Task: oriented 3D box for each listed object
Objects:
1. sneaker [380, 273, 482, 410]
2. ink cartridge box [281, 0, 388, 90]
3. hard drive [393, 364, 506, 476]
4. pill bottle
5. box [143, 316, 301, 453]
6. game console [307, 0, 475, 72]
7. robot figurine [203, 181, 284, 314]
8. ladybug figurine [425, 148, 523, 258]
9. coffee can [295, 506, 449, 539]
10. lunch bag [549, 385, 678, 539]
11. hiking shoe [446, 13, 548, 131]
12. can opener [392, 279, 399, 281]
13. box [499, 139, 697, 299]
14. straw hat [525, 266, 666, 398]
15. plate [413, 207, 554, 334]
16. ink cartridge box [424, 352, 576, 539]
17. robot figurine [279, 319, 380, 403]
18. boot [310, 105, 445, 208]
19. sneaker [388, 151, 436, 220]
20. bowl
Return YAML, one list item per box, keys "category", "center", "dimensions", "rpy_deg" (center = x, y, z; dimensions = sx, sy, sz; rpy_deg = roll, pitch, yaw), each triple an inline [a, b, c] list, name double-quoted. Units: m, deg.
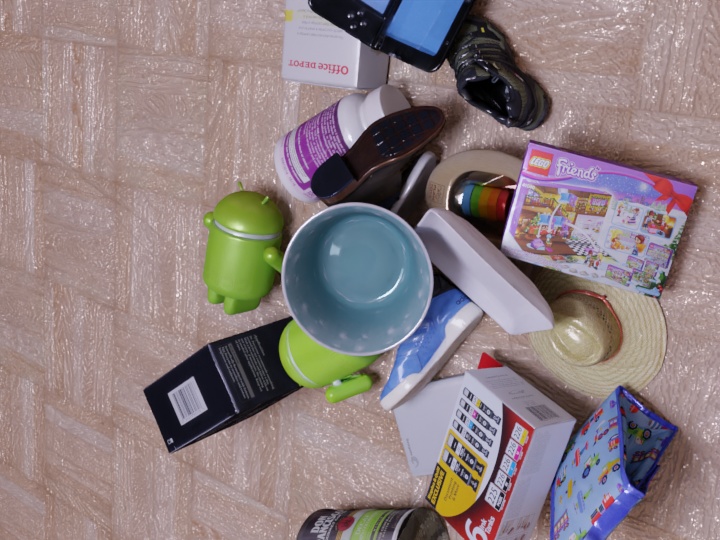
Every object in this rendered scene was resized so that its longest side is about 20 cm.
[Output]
- category: "sneaker"
  center: [0.072, 0.095, 1.213]
  dimensions: [0.111, 0.076, 0.201]
  rpy_deg: [44, 108, 19]
- category: "ink cartridge box"
  center: [-0.031, -0.366, 1.217]
  dimensions: [0.143, 0.083, 0.204]
  rpy_deg: [16, 107, 34]
- category: "hard drive"
  center: [0.139, 0.219, 1.231]
  dimensions: [0.198, 0.026, 0.134]
  rpy_deg: [-18, 87, 39]
- category: "pill bottle"
  center: [-0.021, -0.182, 1.224]
  dimensions: [0.198, 0.112, 0.114]
  rpy_deg: [-24, 84, 36]
- category: "box"
  center: [-0.208, 0.183, 1.386]
  dimensions: [0.196, 0.199, 0.119]
  rpy_deg: [-33, 79, 37]
- category: "game console"
  center: [0.056, -0.384, 1.089]
  dimensions: [0.202, 0.174, 0.116]
  rpy_deg: [-62, 21, 6]
- category: "robot figurine"
  center: [-0.188, -0.035, 1.373]
  dimensions: [0.174, 0.115, 0.203]
  rpy_deg: [27, 114, 36]
- category: "ladybug figurine"
  center: [0.174, -0.089, 1.116]
  dimensions: [0.198, 0.071, 0.138]
  rpy_deg: [20, 111, 33]
- category: "coffee can"
  center: [0.018, 0.435, 1.292]
  dimensions: [0.198, 0.145, 0.149]
  rpy_deg: [-14, 90, 38]
- category: "lunch bag"
  center: [0.283, 0.256, 1.005]
  dimensions: [0.093, 0.200, 0.152]
  rpy_deg: [35, 120, 8]
- category: "hiking shoe"
  center: [0.152, -0.259, 1.083]
  dimensions: [0.201, 0.100, 0.076]
  rpy_deg: [50, 123, 20]
- category: "can opener"
  center: [0.000, 0.017, 1.235]
  dimensions: [0.197, 0.067, 0.054]
  rpy_deg: [-13, 48, 13]
- category: "box"
  center: [0.276, -0.061, 1.009]
  dimensions: [0.197, 0.039, 0.139]
  rpy_deg: [16, 107, 8]
- category: "straw hat"
  center: [0.272, 0.073, 1.061]
  dimensions: [0.199, 0.084, 0.205]
  rpy_deg: [9, 104, 37]
- category: "plate"
  center: [0.151, 0.000, 1.077]
  dimensions: [0.199, 0.200, 0.032]
  rpy_deg: [44, 82, 1]
- category: "ink cartridge box"
  center: [0.163, 0.236, 1.119]
  dimensions: [0.175, 0.083, 0.203]
  rpy_deg: [37, 120, 46]
- category: "robot figurine"
  center: [-0.044, 0.106, 1.296]
  dimensions: [0.199, 0.115, 0.178]
  rpy_deg: [-30, 75, 38]
- category: "boot"
  center: [0.035, -0.142, 1.149]
  dimensions: [0.198, 0.097, 0.076]
  rpy_deg: [-29, 59, 10]
- category: "sneaker"
  center: [0.029, -0.109, 1.226]
  dimensions: [0.099, 0.070, 0.201]
  rpy_deg: [44, 126, 17]
- category: "bowl"
  center: [0.000, 0.000, 1.138]
  dimensions: [0.197, 0.105, 0.205]
  rpy_deg: [2, 106, 5]
